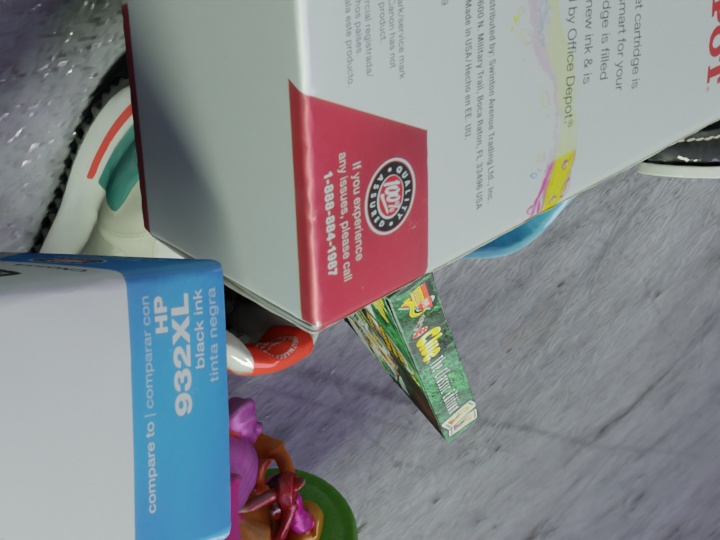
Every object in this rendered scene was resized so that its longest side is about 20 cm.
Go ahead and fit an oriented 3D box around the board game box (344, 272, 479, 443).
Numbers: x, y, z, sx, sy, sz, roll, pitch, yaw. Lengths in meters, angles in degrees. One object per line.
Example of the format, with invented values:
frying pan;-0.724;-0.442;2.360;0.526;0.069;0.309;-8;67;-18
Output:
board game box;0.000;0.000;0.757;0.023;0.105;0.200;-36;160;-5

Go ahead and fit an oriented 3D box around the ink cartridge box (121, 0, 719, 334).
ink cartridge box;0.031;-0.093;0.580;0.200;0.083;0.146;-27;128;-35

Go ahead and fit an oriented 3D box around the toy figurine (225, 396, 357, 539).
toy figurine;-0.070;0.128;0.895;0.200;0.150;0.184;-55;159;-31

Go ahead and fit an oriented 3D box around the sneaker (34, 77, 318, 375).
sneaker;-0.066;0.017;0.686;0.070;0.093;0.200;-24;154;-38

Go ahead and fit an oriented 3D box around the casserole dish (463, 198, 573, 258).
casserole dish;0.059;-0.063;0.817;0.121;0.039;0.200;-55;157;18

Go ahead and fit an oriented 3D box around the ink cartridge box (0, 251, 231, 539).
ink cartridge box;-0.149;0.041;0.496;0.200;0.145;0.084;-7;99;-57

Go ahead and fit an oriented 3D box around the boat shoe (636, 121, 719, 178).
boat shoe;0.235;-0.092;1.062;0.199;0.074;0.061;-13;108;-24
